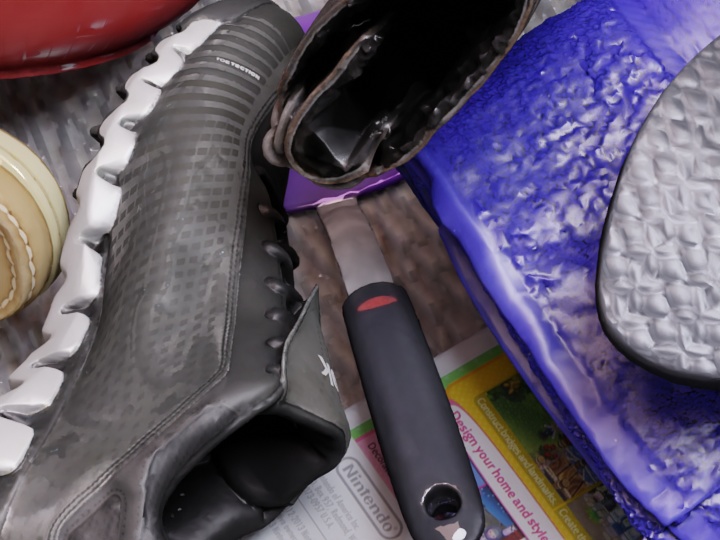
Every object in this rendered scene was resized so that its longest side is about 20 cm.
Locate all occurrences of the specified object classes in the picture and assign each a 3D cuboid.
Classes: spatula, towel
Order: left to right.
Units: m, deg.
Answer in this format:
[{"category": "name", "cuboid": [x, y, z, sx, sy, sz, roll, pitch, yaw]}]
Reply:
[{"category": "spatula", "cuboid": [0.000, 0.000, 0.758, 0.056, 0.021, 0.200, -15, 44, -3]}, {"category": "towel", "cuboid": [0.122, -0.030, 0.701, 0.200, 0.050, 0.148, -34, 78, -1]}]

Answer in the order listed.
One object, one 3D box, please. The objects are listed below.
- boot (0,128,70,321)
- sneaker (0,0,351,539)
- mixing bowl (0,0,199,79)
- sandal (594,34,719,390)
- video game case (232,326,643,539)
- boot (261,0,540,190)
[{"category": "boot", "cuboid": [-0.185, 0.015, 0.710, 0.199, 0.073, 0.156, 6, 32, 11]}, {"category": "sneaker", "cuboid": [-0.037, 0.018, 0.721, 0.090, 0.067, 0.201, 12, 57, 18]}, {"category": "mixing bowl", "cuboid": [-0.103, -0.117, 0.775, 0.199, 0.109, 0.200, -1, 21, 1]}, {"category": "sandal", "cuboid": [0.124, -0.050, 0.669, 0.076, 0.043, 0.200, 32, 71, 10]}, {"category": "video game case", "cuboid": [0.056, 0.106, 0.704, 0.182, 0.022, 0.200, -29, 61, -13]}, {"category": "boot", "cuboid": [0.022, -0.088, 0.717, 0.069, 0.200, 0.174, 36, 58, -6]}]
